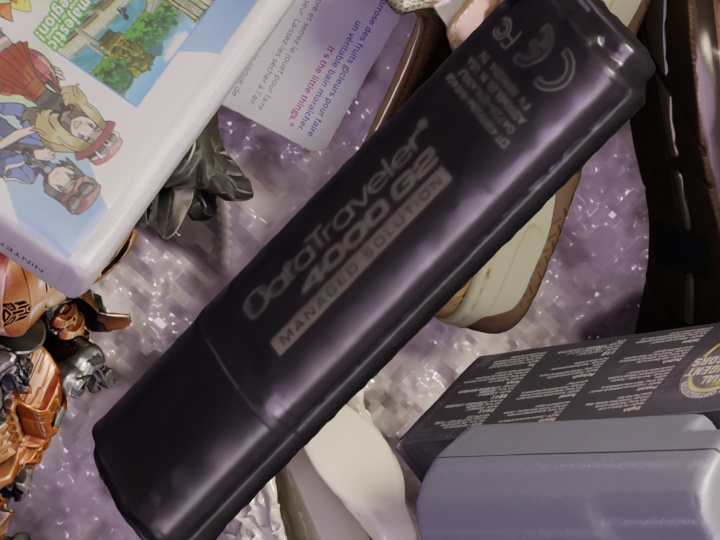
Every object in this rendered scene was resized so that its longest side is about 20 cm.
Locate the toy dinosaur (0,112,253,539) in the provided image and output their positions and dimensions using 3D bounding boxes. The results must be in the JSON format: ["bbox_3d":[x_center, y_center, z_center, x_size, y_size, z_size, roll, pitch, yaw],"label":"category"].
[{"bbox_3d":[-0.096,-0.010,0.728,0.102,0.136,0.200,31,132,-2],"label":"toy dinosaur"}]

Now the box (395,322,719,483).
[{"bbox_3d":[0.121,0.088,0.710,0.049,0.200,0.161,-44,108,-30],"label":"box"}]

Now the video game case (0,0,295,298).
[{"bbox_3d":[-0.091,-0.120,0.656,0.182,0.022,0.200,35,62,-2],"label":"video game case"}]

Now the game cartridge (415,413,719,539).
[{"bbox_3d":[0.100,0.124,0.698,0.040,0.133,0.200,-44,110,-26],"label":"game cartridge"}]

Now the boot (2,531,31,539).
[{"bbox_3d":[-0.016,0.159,0.804,0.199,0.073,0.182,-3,111,8],"label":"boot"}]

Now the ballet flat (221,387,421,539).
[{"bbox_3d":[0.003,0.103,0.757,0.072,0.072,0.200,-28,67,4],"label":"ballet flat"}]

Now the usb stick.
[{"bbox_3d":[0.000,0.000,0.736,0.200,0.033,0.056,-46,51,14],"label":"usb stick"}]

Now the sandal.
[{"bbox_3d":[0.115,0.004,0.775,0.054,0.082,0.201,-9,102,-14],"label":"sandal"}]

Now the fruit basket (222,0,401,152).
[{"bbox_3d":[-0.054,-0.161,0.770,0.200,0.094,0.186,26,97,-18],"label":"fruit basket"}]

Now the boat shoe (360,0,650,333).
[{"bbox_3d":[0.038,-0.081,0.762,0.076,0.072,0.201,13,100,-18],"label":"boat shoe"}]
